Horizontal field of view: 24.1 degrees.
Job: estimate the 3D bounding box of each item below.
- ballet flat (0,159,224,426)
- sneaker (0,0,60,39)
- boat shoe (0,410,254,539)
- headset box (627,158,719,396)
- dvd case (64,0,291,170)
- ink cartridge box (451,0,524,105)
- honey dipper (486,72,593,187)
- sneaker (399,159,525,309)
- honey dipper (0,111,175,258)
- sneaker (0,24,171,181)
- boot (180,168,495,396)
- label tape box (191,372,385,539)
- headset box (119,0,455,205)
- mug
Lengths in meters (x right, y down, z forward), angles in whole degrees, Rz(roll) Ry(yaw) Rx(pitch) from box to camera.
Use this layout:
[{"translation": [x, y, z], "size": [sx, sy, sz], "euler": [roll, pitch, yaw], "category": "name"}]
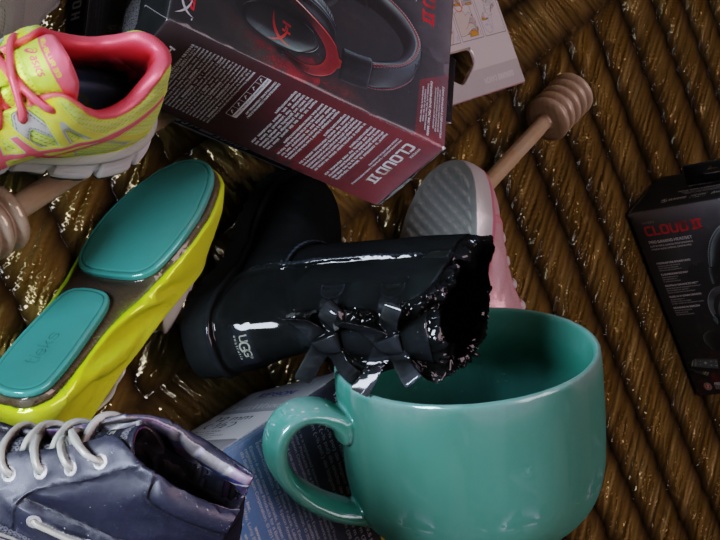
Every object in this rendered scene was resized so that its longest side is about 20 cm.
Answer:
[{"translation": [-0.135, 0.023, 0.937], "size": [0.200, 0.067, 0.067], "euler": [-56, 145, -36], "category": "ballet flat"}, {"translation": [-0.190, -0.189, 0.912], "size": [0.092, 0.076, 0.200], "euler": [75, 23, -51], "category": "sneaker"}, {"translation": [-0.144, 0.093, 0.813], "size": [0.200, 0.093, 0.075], "euler": [26, 34, -5], "category": "boat shoe"}, {"translation": [0.325, -0.004, 1.400], "size": [0.077, 0.149, 0.200], "euler": [-43, 116, -45], "category": "headset box"}, {"translation": [-0.093, -0.159, 1.040], "size": [0.200, 0.025, 0.151], "euler": [22, 67, -46], "category": "dvd case"}, {"translation": [0.031, -0.195, 1.152], "size": [0.200, 0.045, 0.177], "euler": [-24, 100, -58], "category": "ink cartridge box"}, {"translation": [0.114, -0.086, 1.258], "size": [0.200, 0.038, 0.038], "euler": [-46, 117, -41], "category": "honey dipper"}, {"translation": [0.083, 0.027, 1.169], "size": [0.105, 0.075, 0.201], "euler": [4, 87, -44], "category": "sneaker"}, {"translation": [-0.152, -0.054, 0.915], "size": [0.200, 0.038, 0.038], "euler": [-38, 111, -39], "category": "honey dipper"}, {"translation": [-0.179, -0.085, 0.824], "size": [0.200, 0.090, 0.078], "euler": [-17, 74, -38], "category": "sneaker"}, {"translation": [0.000, -0.001, 0.988], "size": [0.198, 0.162, 0.074], "euler": [-61, 140, -53], "category": "boot"}, {"translation": [-0.043, 0.149, 1.010], "size": [0.200, 0.066, 0.144], "euler": [-30, 106, -50], "category": "label tape box"}, {"translation": [-0.031, -0.140, 0.971], "size": [0.200, 0.075, 0.149], "euler": [23, 53, -25], "category": "headset box"}, {"translation": [0.051, 0.101, 0.983], "size": [0.152, 0.185, 0.115], "euler": [-52, 139, -64], "category": "mug"}]
